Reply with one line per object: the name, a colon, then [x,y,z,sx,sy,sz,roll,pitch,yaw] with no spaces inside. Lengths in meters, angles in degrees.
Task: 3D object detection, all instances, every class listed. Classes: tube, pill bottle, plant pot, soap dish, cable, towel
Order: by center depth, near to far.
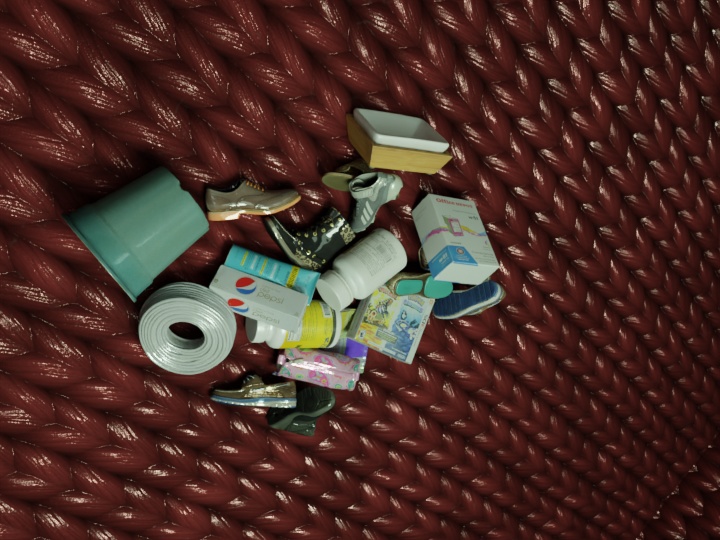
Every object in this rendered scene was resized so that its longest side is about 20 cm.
plant pot: [-0.402,-0.078,1.099,0.196,0.200,0.200,-39,123,-17]
cable: [-0.361,0.123,1.230,0.200,0.069,0.200,-29,118,15]
tube: [-0.190,0.004,1.276,0.200,0.050,0.078,22,76,-10]
soap dish: [0.078,-0.279,1.289,0.200,0.157,0.081,1,126,-28]
pill bottle: [-0.153,0.121,1.350,0.200,0.112,0.113,4,108,-28]
pill bottle: [0.000,0.000,1.359,0.200,0.114,0.114,-37,123,-24]
towel: [-0.033,0.179,1.481,0.143,0.023,0.200,0,110,-37]

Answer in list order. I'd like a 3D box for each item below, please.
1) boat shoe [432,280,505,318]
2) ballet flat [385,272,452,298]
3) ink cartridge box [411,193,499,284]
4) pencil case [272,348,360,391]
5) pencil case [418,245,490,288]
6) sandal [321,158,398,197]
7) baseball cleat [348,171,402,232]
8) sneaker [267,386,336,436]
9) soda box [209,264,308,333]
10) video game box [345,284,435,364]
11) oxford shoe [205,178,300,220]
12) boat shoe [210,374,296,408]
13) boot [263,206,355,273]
boat shoe: [0.282,0.087,1.532,0.072,0.200,0.072,24,57,-44]
ballet flat: [0.141,0.030,1.456,0.200,0.065,0.071,7,106,-39]
ink cartridge box: [0.223,-0.076,1.411,0.144,0.200,0.085,5,144,-31]
pencil case: [-0.103,0.228,1.404,0.200,0.087,0.088,16,103,-13]
pencil case: [0.243,-0.010,1.520,0.200,0.089,0.078,21,100,-33]
sandal: [0.000,-0.215,1.334,0.211,0.078,0.070,11,73,-38]
baseball cleat: [0.005,-0.157,1.302,0.106,0.070,0.200,13,142,-29]
sneaker: [-0.121,0.346,1.449,0.199,0.076,0.114,-31,138,26]
soda box: [-0.215,0.061,1.252,0.200,0.064,0.068,19,142,0]
video game box: [0.080,0.118,1.485,0.200,0.047,0.182,28,77,-34]
oxford shoe: [-0.220,-0.154,1.228,0.200,0.071,0.073,-13,111,-23]
boat shoe: [-0.250,0.283,1.393,0.200,0.072,0.073,7,76,-15]
boot: [-0.109,-0.085,1.311,0.151,0.073,0.200,-42,127,-5]
